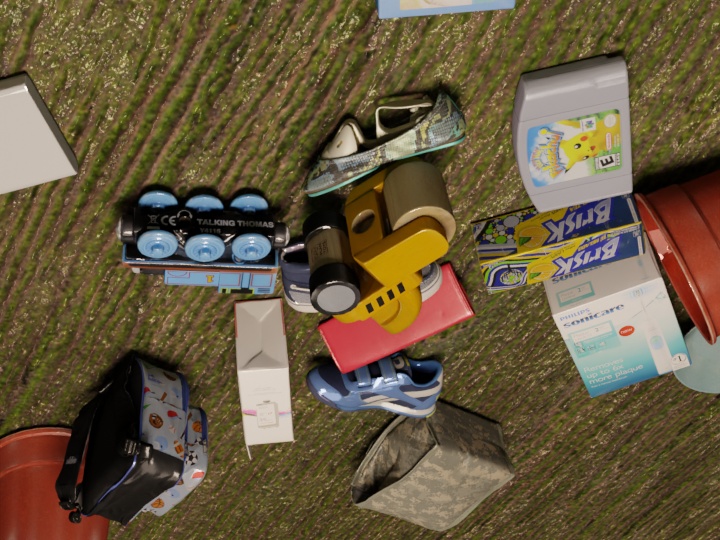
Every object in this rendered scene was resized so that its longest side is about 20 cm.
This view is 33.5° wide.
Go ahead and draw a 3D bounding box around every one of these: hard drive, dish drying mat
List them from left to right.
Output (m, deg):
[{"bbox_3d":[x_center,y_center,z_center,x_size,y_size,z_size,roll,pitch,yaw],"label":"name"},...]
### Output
[{"bbox_3d":[-0.423,-0.131,1.284,0.199,0.026,0.132,-14,137,6],"label":"hard drive"},{"bbox_3d":[0.045,0.063,1.550,0.199,0.018,0.077,-26,92,18],"label":"dish drying mat"}]

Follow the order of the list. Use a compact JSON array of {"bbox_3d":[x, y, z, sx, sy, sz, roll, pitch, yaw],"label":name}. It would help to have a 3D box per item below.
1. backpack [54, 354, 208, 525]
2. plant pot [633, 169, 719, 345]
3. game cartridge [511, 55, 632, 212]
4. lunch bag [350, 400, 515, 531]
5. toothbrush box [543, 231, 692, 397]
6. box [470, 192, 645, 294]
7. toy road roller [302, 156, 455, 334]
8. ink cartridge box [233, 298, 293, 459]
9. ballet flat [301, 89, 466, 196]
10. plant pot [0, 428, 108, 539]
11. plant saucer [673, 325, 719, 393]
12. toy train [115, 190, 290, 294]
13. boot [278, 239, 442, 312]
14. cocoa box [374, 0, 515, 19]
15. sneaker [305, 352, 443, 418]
[{"bbox_3d":[-0.285,0.217,1.564,0.154,0.191,0.200,22,134,-36],"label":"backpack"},{"bbox_3d":[0.456,-0.045,1.413,0.194,0.201,0.201,-27,135,7],"label":"plant pot"},{"bbox_3d":[0.241,-0.149,1.367,0.132,0.041,0.201,-10,137,7],"label":"game cartridge"},{"bbox_3d":[0.099,0.296,1.763,0.163,0.118,0.200,24,124,-32],"label":"lunch bag"},{"bbox_3d":[0.338,0.062,1.573,0.146,0.086,0.200,-19,135,12],"label":"toothbrush box"},{"bbox_3d":[0.240,-0.038,1.459,0.199,0.070,0.064,-15,140,8],"label":"box"},{"bbox_3d":[0.036,-0.016,1.358,0.199,0.123,0.146,-33,131,21],"label":"toy road roller"},{"bbox_3d":[-0.125,0.146,1.565,0.067,0.117,0.201,-4,138,-5],"label":"ink cartridge box"},{"bbox_3d":[0.017,-0.146,1.322,0.199,0.075,0.074,-21,136,10],"label":"ballet flat"},{"bbox_3d":[-0.435,0.359,1.675,0.199,0.196,0.201,-5,137,-5],"label":"plant pot"},{"bbox_3d":[0.530,0.096,1.675,0.200,0.039,0.202,-5,138,-4],"label":"plant saucer"},{"bbox_3d":[-0.183,-0.029,1.393,0.199,0.087,0.115,1,143,-11],"label":"toy train"},{"bbox_3d":[0.000,0.000,1.458,0.199,0.073,0.091,-9,143,1],"label":"boot"},{"bbox_3d":[0.070,-0.344,1.056,0.132,0.132,0.201,-6,137,-3],"label":"cocoa box"},{"bbox_3d":[0.023,0.145,1.625,0.199,0.074,0.082,6,132,-24],"label":"sneaker"}]
